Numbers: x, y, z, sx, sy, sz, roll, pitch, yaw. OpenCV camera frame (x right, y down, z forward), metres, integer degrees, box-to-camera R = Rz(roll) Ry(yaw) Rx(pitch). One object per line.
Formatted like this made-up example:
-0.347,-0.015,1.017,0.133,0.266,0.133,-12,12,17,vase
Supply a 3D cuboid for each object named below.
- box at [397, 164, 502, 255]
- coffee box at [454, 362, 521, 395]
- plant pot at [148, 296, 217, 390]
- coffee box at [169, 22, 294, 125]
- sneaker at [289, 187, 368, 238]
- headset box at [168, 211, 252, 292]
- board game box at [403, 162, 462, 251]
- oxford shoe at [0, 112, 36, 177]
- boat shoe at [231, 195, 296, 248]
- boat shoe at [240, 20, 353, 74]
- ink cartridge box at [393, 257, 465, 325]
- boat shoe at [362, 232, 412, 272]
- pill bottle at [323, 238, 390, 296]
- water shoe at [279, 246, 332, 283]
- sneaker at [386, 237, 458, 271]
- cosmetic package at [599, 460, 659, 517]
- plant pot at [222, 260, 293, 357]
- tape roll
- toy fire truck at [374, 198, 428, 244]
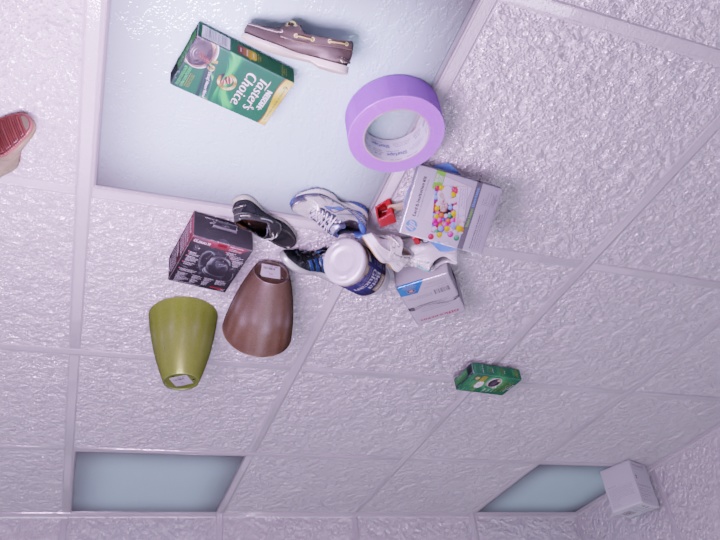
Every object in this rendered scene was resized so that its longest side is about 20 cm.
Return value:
0.199,-0.137,1.558,0.197,0.041,0.158,15,103,-7,box
0.430,0.368,2.361,0.197,0.045,0.123,10,140,-22,coffee box
-0.473,0.205,1.847,0.183,0.203,0.188,-5,144,-4,plant pot
-0.232,-0.355,1.281,0.198,0.045,0.123,20,135,-32,coffee box
-0.066,-0.124,1.588,0.197,0.086,0.077,12,139,-24,sneaker
-0.350,-0.045,1.643,0.147,0.078,0.200,13,137,-28,headset box
0.191,-0.144,1.598,0.199,0.039,0.158,41,99,-12,board game box
-0.685,-0.236,1.350,0.198,0.071,0.075,-28,166,22,oxford shoe
-0.221,-0.095,1.613,0.071,0.068,0.199,-29,140,23,boat shoe
-0.110,-0.402,1.230,0.197,0.072,0.061,15,99,-9,boat shoe
0.185,0.048,1.865,0.142,0.085,0.201,-17,142,12,ink cartridge box
0.068,-0.057,1.650,0.069,0.071,0.200,-38,156,12,boat shoe
0.000,0.000,1.689,0.110,0.113,0.200,-22,159,18,pill bottle
-0.110,-0.031,1.733,0.198,0.072,0.079,18,115,-37,water shoe
0.148,-0.031,1.750,0.196,0.090,0.076,-12,145,5,sneaker
1.262,1.028,3.282,0.166,0.203,0.166,24,134,-36,cosmetic package
-0.245,0.081,1.770,0.184,0.188,0.202,6,127,-18,plant pot
0.069,-0.292,1.408,0.196,0.066,0.202,-6,143,-4,tape roll
0.147,-0.131,1.650,0.197,0.049,0.142,-21,138,13,toy fire truck
